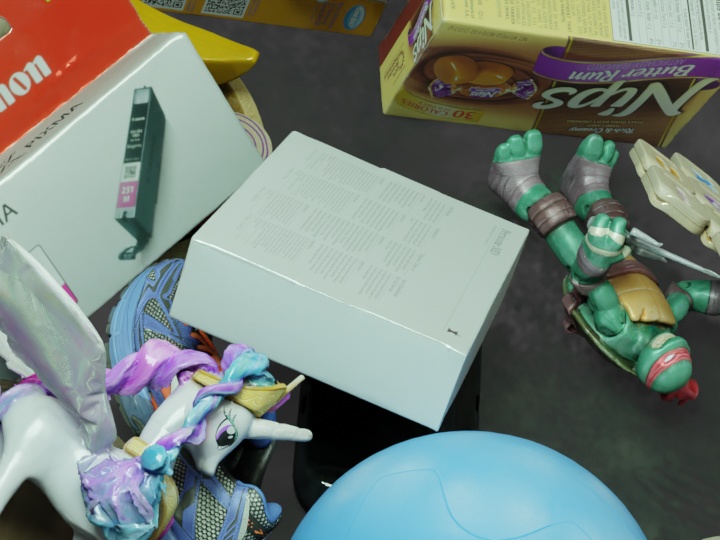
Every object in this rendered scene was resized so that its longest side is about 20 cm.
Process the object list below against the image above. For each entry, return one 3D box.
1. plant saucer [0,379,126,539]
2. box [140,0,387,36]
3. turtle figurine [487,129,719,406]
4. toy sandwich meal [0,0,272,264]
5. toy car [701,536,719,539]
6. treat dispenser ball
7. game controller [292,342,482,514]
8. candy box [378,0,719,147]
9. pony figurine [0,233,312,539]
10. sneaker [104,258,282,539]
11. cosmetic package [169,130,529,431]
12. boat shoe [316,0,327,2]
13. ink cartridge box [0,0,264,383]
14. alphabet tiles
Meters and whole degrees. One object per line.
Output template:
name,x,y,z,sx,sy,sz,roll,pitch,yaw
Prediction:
plant saucer,-0.178,0.145,1.105,0.199,0.029,0.202,13,61,-24
box,-0.065,-0.213,1.400,0.198,0.042,0.120,7,56,-20
turtle figurine,0.159,0.003,1.300,0.149,0.101,0.200,21,29,-51
toy sandwich meal,-0.144,-0.095,1.271,0.203,0.070,0.207,10,55,-14
toy car,0.195,0.252,1.127,0.157,0.164,0.201,33,65,3
treat dispenser ball,0.053,0.180,1.083,0.199,0.201,0.202,10,55,-14
game controller,0.018,0.060,1.257,0.103,0.042,0.201,5,55,0
candy box,0.123,-0.135,1.368,0.198,0.117,0.057,7,63,-17
pony figurine,-0.146,0.082,1.052,0.193,0.167,0.200,38,77,1
sneaker,-0.079,0.075,1.148,0.075,0.078,0.201,43,28,-48
cosmetic package,0.000,0.000,1.179,0.150,0.052,0.200,21,23,6
boat shoe,-0.061,-0.195,1.329,0.200,0.074,0.065,13,92,-16
ink cartridge box,-0.171,-0.068,1.178,0.200,0.043,0.174,-42,115,-21
alphabet tiles,0.243,-0.005,1.318,0.199,0.015,0.196,36,15,-15
